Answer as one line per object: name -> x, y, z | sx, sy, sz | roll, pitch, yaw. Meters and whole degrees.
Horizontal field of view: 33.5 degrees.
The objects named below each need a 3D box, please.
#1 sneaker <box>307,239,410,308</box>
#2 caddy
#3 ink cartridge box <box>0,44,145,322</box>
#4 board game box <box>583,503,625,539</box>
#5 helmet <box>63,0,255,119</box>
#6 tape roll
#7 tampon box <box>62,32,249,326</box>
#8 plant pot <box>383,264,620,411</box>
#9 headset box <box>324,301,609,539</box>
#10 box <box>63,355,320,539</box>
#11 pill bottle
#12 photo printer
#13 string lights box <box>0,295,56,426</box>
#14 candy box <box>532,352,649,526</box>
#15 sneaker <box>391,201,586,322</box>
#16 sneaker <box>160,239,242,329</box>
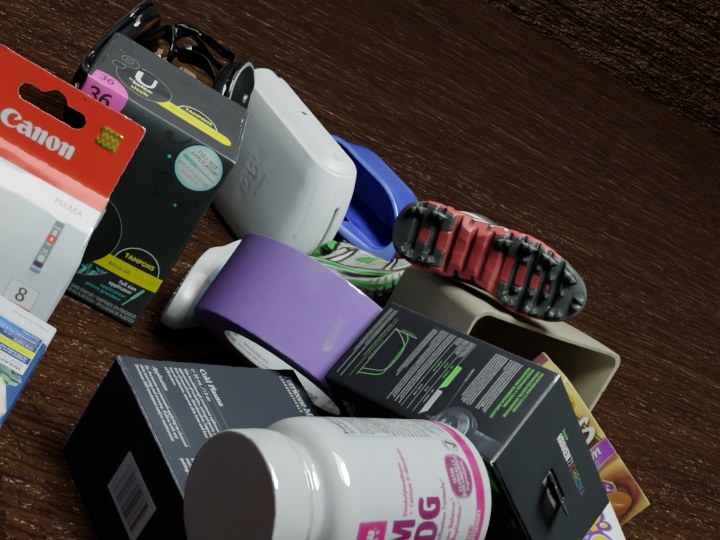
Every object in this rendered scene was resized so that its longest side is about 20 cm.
sneaker -> 0.000, 0.000, 1.285 | 0.199, 0.078, 0.086 | -7, 65, -43
caddy -> -0.022, -0.071, 1.416 | 0.200, 0.142, 0.105 | 46, 23, 24
ink cartridge box -> -0.292, -0.066, 0.987 | 0.161, 0.201, 0.050 | 29, 5, -14
board game box -> 0.184, 0.249, 1.003 | 0.094, 0.030, 0.201 | 5, 34, -15
helmet -> -0.218, -0.162, 1.259 | 0.199, 0.200, 0.192 | 34, 67, -4
tape roll -> -0.049, 0.060, 1.092 | 0.199, 0.085, 0.200 | 33, -13, 9
tampon box -> -0.218, -0.084, 1.110 | 0.149, 0.201, 0.127 | 29, 25, -14
plant pot -> 0.106, 0.104, 1.230 | 0.198, 0.201, 0.177 | 18, 19, -34
headset box -> 0.094, 0.141, 0.977 | 0.199, 0.093, 0.175 | 22, -30, 41
box -> -0.100, 0.177, 0.919 | 0.181, 0.105, 0.201 | 9, 36, -43
pill bottle -> -0.013, 0.157, 0.809 | 0.199, 0.114, 0.114 | 8, 36, -44
photo printer -> -0.093, -0.102, 1.348 | 0.069, 0.167, 0.200 | -5, 47, -45
string lights box -> -0.304, 0.087, 0.865 | 0.102, 0.059, 0.201 | 32, 25, -12
candy box -> 0.186, 0.190, 1.160 | 0.201, 0.116, 0.057 | 53, 0, -30
sneaker -> 0.131, -0.010, 1.150 | 0.199, 0.072, 0.098 | 24, 9, 22
sneaker -> -0.126, 0.023, 1.194 | 0.082, 0.074, 0.200 | 34, 24, 7
